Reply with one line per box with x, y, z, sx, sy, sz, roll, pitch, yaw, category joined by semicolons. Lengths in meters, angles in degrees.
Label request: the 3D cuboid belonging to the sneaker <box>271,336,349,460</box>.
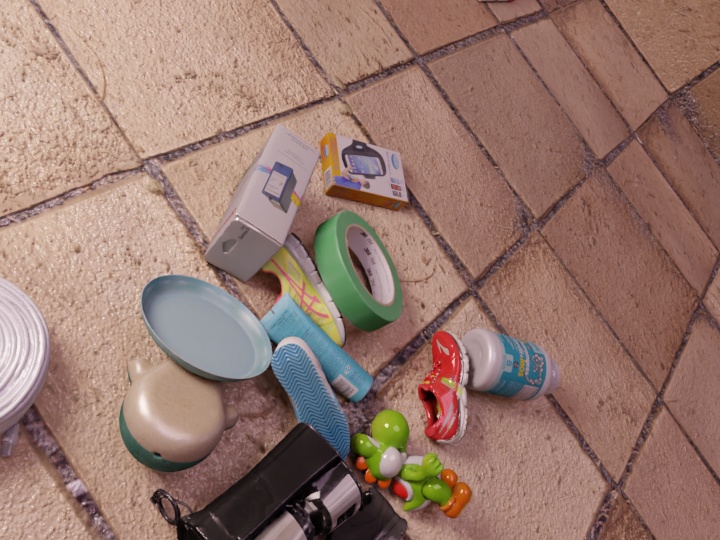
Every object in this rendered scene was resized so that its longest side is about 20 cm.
-0.067;0.192;0.862;0.075;0.081;0.204;-20;98;1;sneaker

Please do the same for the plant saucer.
-0.213;0.082;0.800;0.198;0.028;0.201;34;19;-13;plant saucer

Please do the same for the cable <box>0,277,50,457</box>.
-0.456;0.096;0.647;0.197;0.069;0.203;23;55;-24;cable

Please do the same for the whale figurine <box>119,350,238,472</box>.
-0.237;0.170;0.761;0.158;0.104;0.201;31;28;-16;whale figurine

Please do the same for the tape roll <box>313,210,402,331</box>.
0.000;0.000;0.977;0.201;0.048;0.203;47;29;-35;tape roll

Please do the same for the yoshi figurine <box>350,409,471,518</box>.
0.082;0.290;0.907;0.198;0.113;0.113;34;35;-12;yoshi figurine

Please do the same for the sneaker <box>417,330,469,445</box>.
0.139;0.196;1.010;0.083;0.077;0.204;13;59;-23;sneaker

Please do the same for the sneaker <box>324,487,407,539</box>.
-0.022;0.383;0.809;0.199;0.076;0.091;-25;72;-47;sneaker

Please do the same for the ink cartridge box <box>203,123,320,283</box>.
-0.154;-0.103;0.912;0.087;0.145;0.202;32;51;-18;ink cartridge box

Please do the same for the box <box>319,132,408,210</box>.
0.017;-0.192;1.150;0.197;0.041;0.121;7;63;-30;box

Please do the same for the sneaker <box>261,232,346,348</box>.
-0.091;0.046;0.937;0.089;0.078;0.202;-30;98;-5;sneaker

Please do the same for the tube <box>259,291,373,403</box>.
-0.068;0.127;0.911;0.200;0.050;0.078;42;94;-11;tube

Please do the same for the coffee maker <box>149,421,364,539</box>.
-0.120;0.291;0.738;0.199;0.134;0.193;-35;87;-42;coffee maker

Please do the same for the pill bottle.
0.282;0.182;1.091;0.197;0.111;0.113;16;58;-28;pill bottle
